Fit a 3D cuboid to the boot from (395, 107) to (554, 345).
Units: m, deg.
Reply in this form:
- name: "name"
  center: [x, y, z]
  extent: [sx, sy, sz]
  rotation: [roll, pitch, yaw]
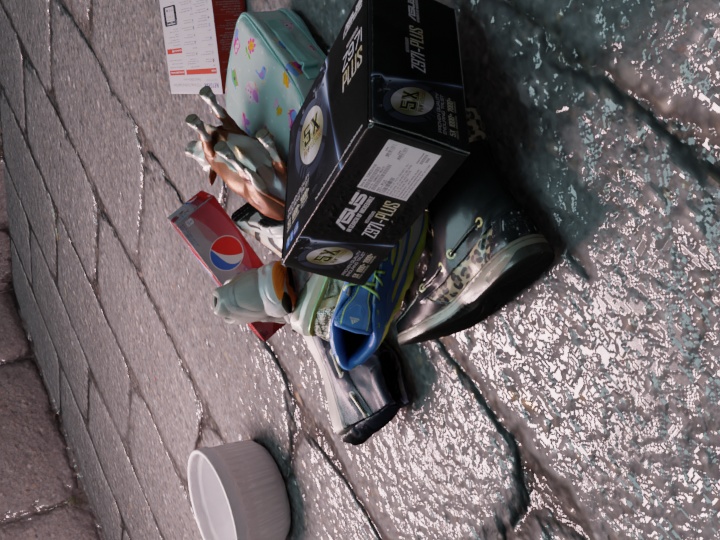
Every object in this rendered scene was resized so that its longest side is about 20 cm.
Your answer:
- name: "boot"
  center: [0.078, -0.032, 0.752]
  extent: [0.204, 0.073, 0.156]
  rotation: [-44, 61, 51]

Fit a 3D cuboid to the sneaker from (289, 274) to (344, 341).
- name: "sneaker"
  center: [0.000, 0.000, 0.893]
  extent: [0.088, 0.077, 0.202]
  rotation: [30, 114, 16]

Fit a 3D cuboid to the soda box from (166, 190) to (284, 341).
- name: "soda box"
  center: [-0.167, -0.005, 1.089]
  extent: [0.201, 0.063, 0.070]
  rotation: [56, 166, -24]

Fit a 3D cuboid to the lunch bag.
- name: "lunch bag"
  center: [-0.084, -0.196, 0.951]
  extent: [0.201, 0.076, 0.162]
  rotation: [55, 142, 32]

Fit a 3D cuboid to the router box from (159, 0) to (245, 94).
- name: "router box"
  center: [-0.221, -0.340, 1.151]
  extent: [0.199, 0.048, 0.182]
  rotation: [20, 118, 55]

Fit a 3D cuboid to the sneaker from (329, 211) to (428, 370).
- name: "sneaker"
  center: [0.018, 0.010, 0.807]
  extent: [0.105, 0.075, 0.203]
  rotation: [-75, 0, -71]

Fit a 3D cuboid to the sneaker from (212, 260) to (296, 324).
- name: "sneaker"
  center: [-0.124, 0.030, 0.972]
  extent: [0.200, 0.091, 0.077]
  rotation: [75, -176, -82]

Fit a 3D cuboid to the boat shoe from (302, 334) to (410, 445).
- name: "boat shoe"
  center: [-0.004, 0.089, 0.953]
  extent: [0.092, 0.074, 0.202]
  rotation: [-37, 62, 33]

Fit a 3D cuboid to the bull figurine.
- name: "bull figurine"
  center: [-0.137, -0.126, 0.909]
  extent: [0.199, 0.065, 0.122]
  rotation: [34, 164, 36]

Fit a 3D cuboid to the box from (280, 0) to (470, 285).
- name: "box"
  center: [0.005, -0.112, 0.713]
  extent: [0.200, 0.085, 0.166]
  rotation: [129, 149, -50]

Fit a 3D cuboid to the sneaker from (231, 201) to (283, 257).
- name: "sneaker"
  center: [-0.106, -0.051, 1.051]
  extent: [0.080, 0.073, 0.200]
  rotation: [56, 170, -25]

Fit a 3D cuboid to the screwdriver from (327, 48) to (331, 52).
- name: "screwdriver"
  center: [0.019, -0.207, 0.818]
  extent: [0.199, 0.028, 0.029]
  rotation: [19, 89, 51]

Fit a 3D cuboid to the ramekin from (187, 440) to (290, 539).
- name: "ramekin"
  center: [-0.194, 0.371, 1.331]
  extent: [0.199, 0.104, 0.203]
  rotation: [29, 126, 51]
